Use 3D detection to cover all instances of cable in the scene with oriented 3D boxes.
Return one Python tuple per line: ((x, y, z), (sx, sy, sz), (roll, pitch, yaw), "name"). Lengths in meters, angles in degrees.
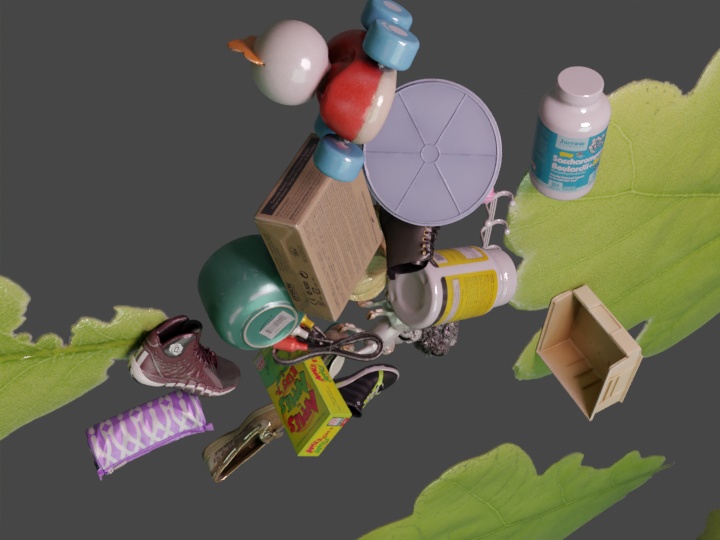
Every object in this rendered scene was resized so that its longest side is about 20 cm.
((-0.064, 0.116, 1.359), (0.050, 0.197, 0.099), (76, 31, -71), "cable")

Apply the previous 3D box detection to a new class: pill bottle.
((0.327, -0.215, 1.344), (0.109, 0.111, 0.202), (-22, 142, -15), "pill bottle")
((0.150, 0.022, 1.366), (0.198, 0.115, 0.115), (-8, 138, -38), "pill bottle")

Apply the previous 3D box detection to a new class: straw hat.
((0.000, 0.000, 1.362), (0.198, 0.086, 0.203), (-20, 141, -17), "straw hat")

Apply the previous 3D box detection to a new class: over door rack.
((0.171, -0.040, 1.463), (0.197, 0.067, 0.149), (-19, 141, -18), "over door rack")

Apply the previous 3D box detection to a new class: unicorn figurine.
((0.029, 0.102, 1.449), (0.136, 0.075, 0.199), (10, 151, -39), "unicorn figurine")

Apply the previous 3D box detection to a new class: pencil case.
((-0.347, 0.260, 1.398), (0.198, 0.086, 0.085), (-25, 142, -13), "pencil case")

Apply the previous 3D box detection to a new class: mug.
((-0.150, 0.031, 1.258), (0.150, 0.115, 0.187), (-15, 140, -23), "mug")

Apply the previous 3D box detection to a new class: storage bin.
((0.483, 0.170, 1.825), (0.092, 0.201, 0.200), (-20, 142, -18), "storage bin")

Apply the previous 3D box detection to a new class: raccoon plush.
((0.124, 0.059, 1.558), (0.134, 0.096, 0.202), (47, 69, -41), "raccoon plush")

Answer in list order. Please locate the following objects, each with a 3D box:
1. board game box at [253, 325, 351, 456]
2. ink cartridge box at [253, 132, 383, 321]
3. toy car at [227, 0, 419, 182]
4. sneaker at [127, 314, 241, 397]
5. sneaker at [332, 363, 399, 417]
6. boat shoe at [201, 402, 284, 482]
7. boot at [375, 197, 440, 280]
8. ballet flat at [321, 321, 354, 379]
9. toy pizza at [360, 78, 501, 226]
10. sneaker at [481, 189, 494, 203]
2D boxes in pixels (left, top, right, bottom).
((-0.099, 0.189, 1.405), (0.047, 0.201, 0.102), (12, 126, -44), "board game box")
((-0.051, -0.058, 1.185), (0.166, 0.074, 0.201), (-60, 148, -32), "ink cartridge box")
((-0.059, -0.243, 1.019), (0.197, 0.178, 0.186), (20, 120, -15), "toy car")
((-0.250, 0.129, 1.332), (0.198, 0.076, 0.116), (11, 123, -43), "sneaker")
((-0.007, 0.245, 1.639), (0.197, 0.083, 0.072), (-17, 142, -21), "sneaker")
((-0.198, 0.314, 1.590), (0.199, 0.063, 0.073), (-36, 144, 3), "boat shoe")
((0.116, -0.076, 1.259), (0.198, 0.140, 0.077), (-24, 147, 34), "boot")
((-0.079, 0.179, 1.522), (0.067, 0.068, 0.201), (10, 126, -44), "ballet flat")
((0.098, -0.164, 1.203), (0.200, 0.201, 0.032), (-41, -175, 12), "toy pizza")
((0.149, -0.162, 1.311), (0.094, 0.080, 0.201), (-18, 142, 0), "sneaker")
